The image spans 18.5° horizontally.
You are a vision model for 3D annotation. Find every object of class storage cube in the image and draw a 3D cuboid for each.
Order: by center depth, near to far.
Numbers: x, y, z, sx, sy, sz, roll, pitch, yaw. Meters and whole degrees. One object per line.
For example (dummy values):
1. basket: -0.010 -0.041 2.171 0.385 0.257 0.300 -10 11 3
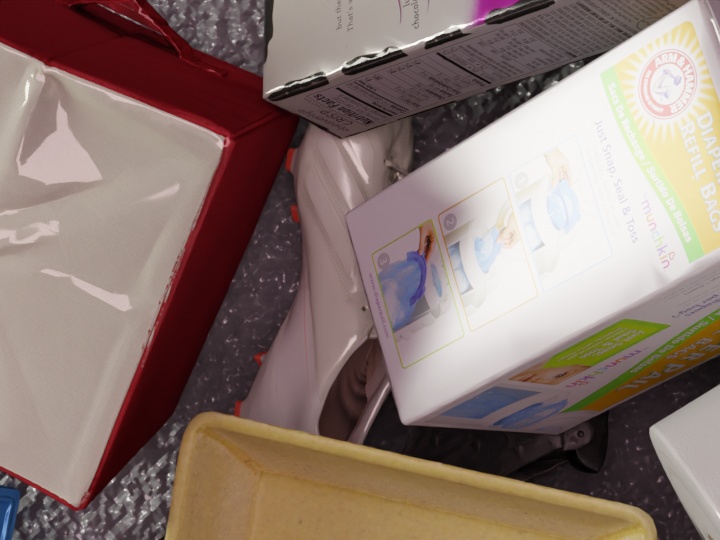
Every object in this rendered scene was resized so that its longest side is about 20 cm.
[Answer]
1. storage cube: -0.145 -0.025 0.974 0.170 0.180 0.201 24 102 3

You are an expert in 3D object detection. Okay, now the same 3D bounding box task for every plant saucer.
1. plant saucer: 0.011 0.170 0.925 0.199 0.048 0.201 12 99 11

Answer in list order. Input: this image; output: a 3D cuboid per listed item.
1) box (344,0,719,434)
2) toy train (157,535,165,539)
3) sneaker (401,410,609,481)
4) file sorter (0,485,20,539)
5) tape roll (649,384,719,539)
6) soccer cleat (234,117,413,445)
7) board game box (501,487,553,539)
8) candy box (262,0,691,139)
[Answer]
1. box: 0.109 -0.016 0.915 0.200 0.112 0.102 -31 65 37
2. toy train: -0.034 0.192 1.030 0.114 0.085 0.200 -30 90 14
3. sneaker: 0.100 0.048 1.031 0.199 0.060 0.105 -22 74 8
4. file sorter: -0.260 0.182 0.996 0.138 0.122 0.201 12 87 -41
5. tape roll: 0.218 0.110 0.828 0.139 0.203 0.203 -32 87 1
6. soccer cleat: 0.000 0.000 1.025 0.077 0.069 0.201 10 85 43
7. board game box: 0.111 0.201 0.994 0.035 0.135 0.200 -37 87 -28
8. candy box: 0.051 -0.150 0.952 0.199 0.061 0.137 -15 65 35
